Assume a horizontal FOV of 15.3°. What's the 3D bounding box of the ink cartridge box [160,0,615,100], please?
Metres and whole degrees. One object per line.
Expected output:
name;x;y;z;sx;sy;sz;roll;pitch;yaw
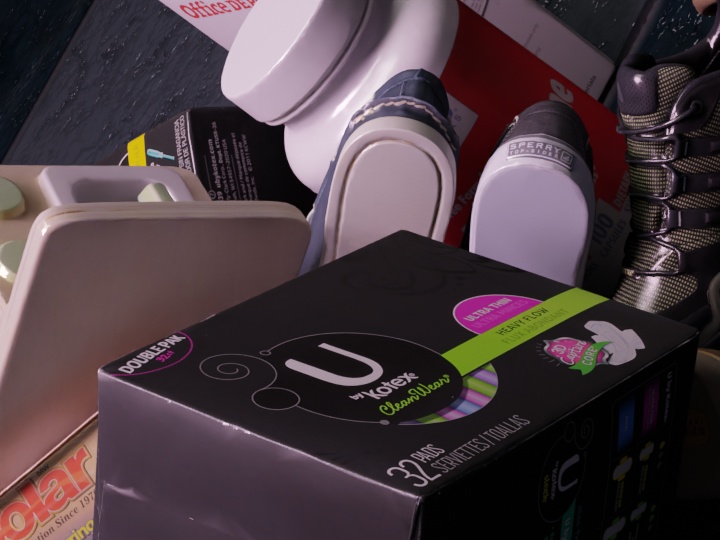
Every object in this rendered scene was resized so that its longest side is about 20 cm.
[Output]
ink cartridge box;0.010;-0.128;1.403;0.086;0.200;0.146;-61;22;-12

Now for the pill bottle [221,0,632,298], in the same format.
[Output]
pill bottle;0.038;-0.063;1.255;0.112;0.200;0.113;-45;25;27

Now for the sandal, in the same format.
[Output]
sandal;0.089;0.072;1.119;0.200;0.054;0.081;-12;94;56

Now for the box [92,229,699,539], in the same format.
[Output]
box;0.015;0.084;1.018;0.200;0.148;0.125;-26;-52;-51

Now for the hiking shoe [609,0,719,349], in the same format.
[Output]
hiking shoe;0.137;-0.045;1.158;0.201;0.100;0.076;-59;22;-7

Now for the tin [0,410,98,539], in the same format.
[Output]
tin;-0.104;0.124;1.155;0.200;0.112;0.042;-39;4;8

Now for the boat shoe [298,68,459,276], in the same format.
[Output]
boat shoe;0.000;0.000;1.198;0.062;0.074;0.201;-74;-4;-52

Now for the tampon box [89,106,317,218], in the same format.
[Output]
tampon box;-0.076;0.015;1.363;0.200;0.126;0.151;-26;72;51

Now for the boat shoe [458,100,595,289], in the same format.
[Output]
boat shoe;0.067;0.010;1.197;0.066;0.069;0.201;-71;-10;-50

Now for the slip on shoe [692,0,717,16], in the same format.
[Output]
slip on shoe;0.208;-0.145;1.211;0.200;0.076;0.061;7;105;57

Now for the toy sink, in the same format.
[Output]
toy sink;-0.124;0.021;1.204;0.112;0.130;0.201;57;138;41
